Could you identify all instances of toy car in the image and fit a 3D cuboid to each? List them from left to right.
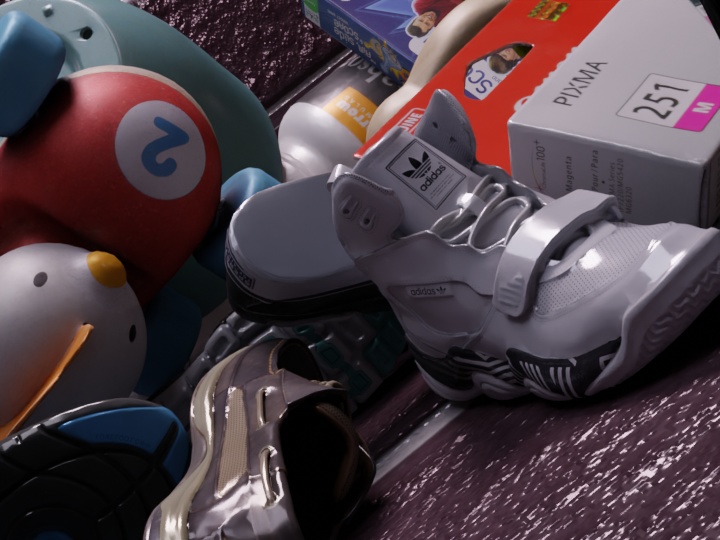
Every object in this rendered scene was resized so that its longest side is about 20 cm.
[{"bbox_3d":[-0.141,0.008,0.830,0.177,0.184,0.200,-48,25,21],"label":"toy car"}]

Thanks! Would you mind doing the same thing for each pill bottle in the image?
[{"bbox_3d":[0.018,-0.088,1.124,0.200,0.117,0.116,-41,11,-20],"label":"pill bottle"}]

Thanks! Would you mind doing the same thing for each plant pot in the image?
[{"bbox_3d":[-0.167,-0.073,1.008,0.200,0.201,0.161,-37,-25,3],"label":"plant pot"}]

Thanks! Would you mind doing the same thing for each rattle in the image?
[{"bbox_3d":[0.074,-0.060,0.917,0.200,0.143,0.131,-32,-37,-19],"label":"rattle"}]

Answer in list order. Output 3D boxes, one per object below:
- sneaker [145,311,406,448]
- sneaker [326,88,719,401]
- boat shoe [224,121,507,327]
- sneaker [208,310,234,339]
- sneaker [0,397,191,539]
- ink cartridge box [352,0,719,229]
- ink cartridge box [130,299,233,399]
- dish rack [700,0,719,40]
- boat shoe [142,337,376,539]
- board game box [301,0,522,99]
[{"bbox_3d":[-0.059,0.060,0.867,0.200,0.078,0.091,-34,7,12],"label":"sneaker"},{"bbox_3d":[0.055,-0.012,0.660,0.075,0.115,0.200,-42,11,-25],"label":"sneaker"},{"bbox_3d":[0.033,-0.014,0.795,0.198,0.074,0.068,-17,-27,-16],"label":"boat shoe"},{"bbox_3d":[0.000,0.000,0.905,0.200,0.078,0.085,-30,12,38],"label":"sneaker"},{"bbox_3d":[-0.158,0.115,0.730,0.200,0.073,0.082,-36,11,9],"label":"sneaker"},{"bbox_3d":[0.117,-0.100,0.786,0.173,0.044,0.200,16,41,27],"label":"ink cartridge box"},{"bbox_3d":[-0.158,0.023,1.117,0.200,0.146,0.084,-36,-16,2],"label":"ink cartridge box"},{"bbox_3d":[0.197,-0.094,0.456,0.200,0.154,0.054,-27,2,42],"label":"dish rack"},{"bbox_3d":[-0.028,0.083,0.689,0.073,0.075,0.200,-23,21,15],"label":"boat shoe"},{"bbox_3d":[0.077,-0.163,1.076,0.135,0.200,0.035,-41,-27,-20],"label":"board game box"}]
